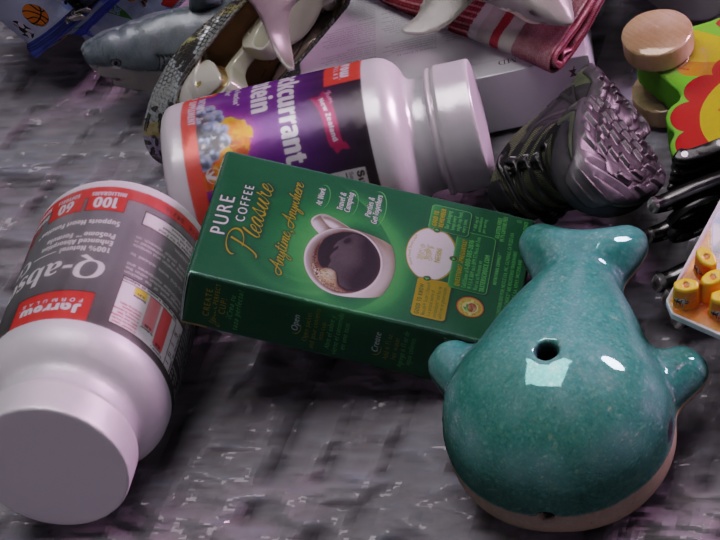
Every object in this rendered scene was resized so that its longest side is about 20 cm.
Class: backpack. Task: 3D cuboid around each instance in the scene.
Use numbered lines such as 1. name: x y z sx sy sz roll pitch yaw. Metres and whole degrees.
1. backpack: -0.189 -0.243 1.929 0.190 0.154 0.200 -26 18 37

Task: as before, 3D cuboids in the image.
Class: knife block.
1. knife block: 0.271 -0.029 1.548 0.199 0.064 0.176 19 71 10

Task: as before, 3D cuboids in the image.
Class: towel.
1. towel: 0.099 -0.219 1.783 0.199 0.023 0.144 27 80 44

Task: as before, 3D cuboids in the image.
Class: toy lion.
1. toy lion: 0.272 -0.114 1.675 0.199 0.069 0.192 -30 45 -16

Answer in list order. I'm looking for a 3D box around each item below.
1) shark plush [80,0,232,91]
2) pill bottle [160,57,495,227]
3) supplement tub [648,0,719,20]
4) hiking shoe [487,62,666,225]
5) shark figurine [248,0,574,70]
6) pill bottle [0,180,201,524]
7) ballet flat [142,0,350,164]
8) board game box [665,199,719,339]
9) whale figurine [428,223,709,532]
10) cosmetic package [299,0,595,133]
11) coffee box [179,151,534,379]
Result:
1. shark plush: -0.095 -0.171 1.830 0.199 0.083 0.091 -23 35 33
2. pill bottle: -0.019 -0.072 1.691 0.199 0.112 0.112 -13 37 7
3. supplement tub: 0.270 -0.275 1.813 0.200 0.133 0.132 -37 41 -24
4. hiking shoe: 0.127 -0.057 1.623 0.101 0.076 0.200 -43 7 15
5. shark figurine: 0.025 -0.208 1.713 0.213 0.090 0.129 -4 45 -2
6. pill bottle: -0.161 0.049 1.594 0.115 0.116 0.201 -6 38 16
7. ballet flat: -0.076 -0.144 1.779 0.201 0.072 0.072 -49 36 12
8. board game box: 0.299 -0.021 1.477 0.199 0.026 0.201 24 65 17
9. whale figurine: 0.113 0.044 1.473 0.158 0.104 0.201 2 54 15
10. cosmetic package: 0.058 -0.149 1.807 0.199 0.052 0.151 -11 36 9
11. coffee box: 0.000 0.000 1.589 0.199 0.044 0.123 12 42 0
